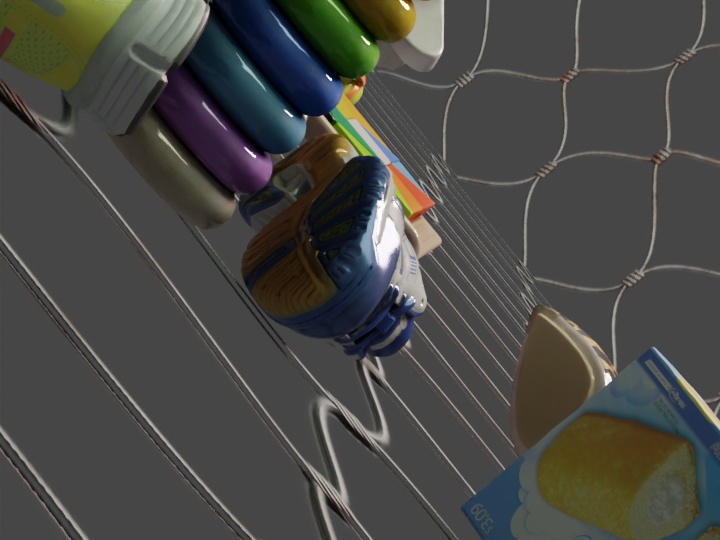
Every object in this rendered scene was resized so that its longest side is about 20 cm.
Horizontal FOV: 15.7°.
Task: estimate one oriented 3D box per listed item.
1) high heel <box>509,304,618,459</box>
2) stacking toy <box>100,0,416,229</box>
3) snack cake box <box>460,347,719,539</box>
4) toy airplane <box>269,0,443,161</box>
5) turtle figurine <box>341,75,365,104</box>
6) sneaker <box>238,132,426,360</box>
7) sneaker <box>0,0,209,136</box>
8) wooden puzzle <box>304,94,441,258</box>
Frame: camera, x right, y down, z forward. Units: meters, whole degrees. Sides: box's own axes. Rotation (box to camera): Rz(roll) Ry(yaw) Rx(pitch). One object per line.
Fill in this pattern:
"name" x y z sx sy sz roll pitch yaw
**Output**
"high heel" 0.156 0.122 1.569 0.143 0.071 0.200 36 31 -47
"stacking toy" -0.013 -0.109 1.051 0.085 0.200 0.085 50 5 -6
"snack cake box" 0.143 0.144 1.105 0.067 0.115 0.200 44 8 -49
"toy airplane" -0.053 -0.148 1.235 0.200 0.141 0.199 -22 80 -56
"turtle figurine" -0.046 -0.189 2.090 0.161 0.064 0.200 51 2 3
"sneaker" 0.000 0.000 1.118 0.088 0.075 0.200 55 7 -13
"sneaker" -0.117 -0.115 0.927 0.090 0.078 0.200 30 4 -23
"wooden puzzle" -0.004 -0.088 1.915 0.185 0.037 0.200 51 5 1
